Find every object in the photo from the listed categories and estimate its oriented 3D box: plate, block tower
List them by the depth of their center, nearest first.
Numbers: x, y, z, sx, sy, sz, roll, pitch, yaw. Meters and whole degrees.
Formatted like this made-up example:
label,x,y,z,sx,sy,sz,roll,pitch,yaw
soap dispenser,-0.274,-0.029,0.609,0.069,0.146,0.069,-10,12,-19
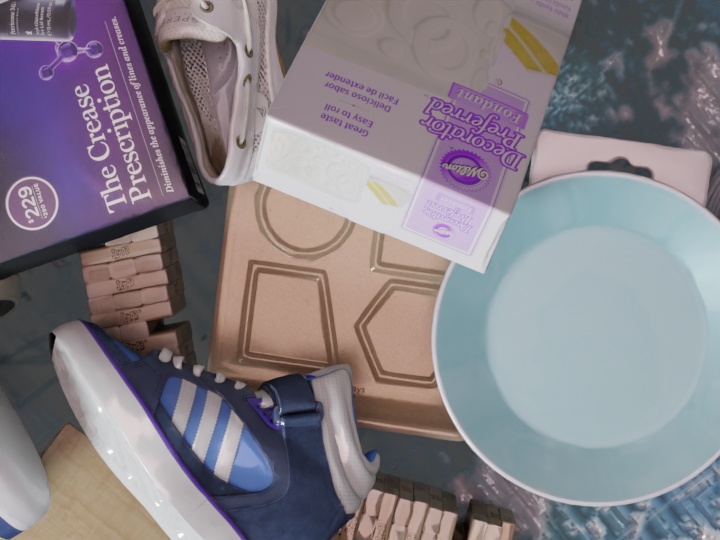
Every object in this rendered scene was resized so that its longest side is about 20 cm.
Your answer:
label,x,y,z,sx,sy,sz,roll,pitch,yaw
plate,0.142,0.041,0.781,0.199,0.026,0.202,0,93,3
block tower,-0.152,-0.029,0.838,0.057,0.054,0.202,-11,94,3
block tower,0.000,0.160,0.853,0.199,0.054,0.058,15,94,1

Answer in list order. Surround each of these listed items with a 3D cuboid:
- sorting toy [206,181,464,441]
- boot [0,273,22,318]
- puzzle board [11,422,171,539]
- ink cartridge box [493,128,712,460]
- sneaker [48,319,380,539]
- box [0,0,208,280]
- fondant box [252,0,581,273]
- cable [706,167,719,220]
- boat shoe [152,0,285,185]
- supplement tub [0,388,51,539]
label,x,y,z,sx,sy,sz,roll,pitch,yaw
sorting toy,0.000,0.000,0.853,0.184,0.036,0.202,8,90,2
boot,-0.325,-0.015,0.844,0.199,0.072,0.145,-13,74,1
puzzle board,-0.160,0.219,0.849,0.200,0.017,0.151,39,76,-11
ink cartridge box,0.149,0.017,0.826,0.115,0.068,0.202,8,95,2
sneaker,-0.079,0.083,0.794,0.146,0.081,0.200,-35,80,-28
box,-0.190,-0.111,0.762,0.140,0.079,0.201,-19,89,2
fondant box,0.039,-0.111,0.769,0.143,0.058,0.201,22,53,1
cable,0.312,-0.006,0.814,0.198,0.069,0.202,-4,94,3
boat shoe,-0.092,-0.150,0.784,0.070,0.069,0.201,-10,99,34
supplement tub,-0.301,0.133,0.763,0.199,0.144,0.145,-31,92,-7
